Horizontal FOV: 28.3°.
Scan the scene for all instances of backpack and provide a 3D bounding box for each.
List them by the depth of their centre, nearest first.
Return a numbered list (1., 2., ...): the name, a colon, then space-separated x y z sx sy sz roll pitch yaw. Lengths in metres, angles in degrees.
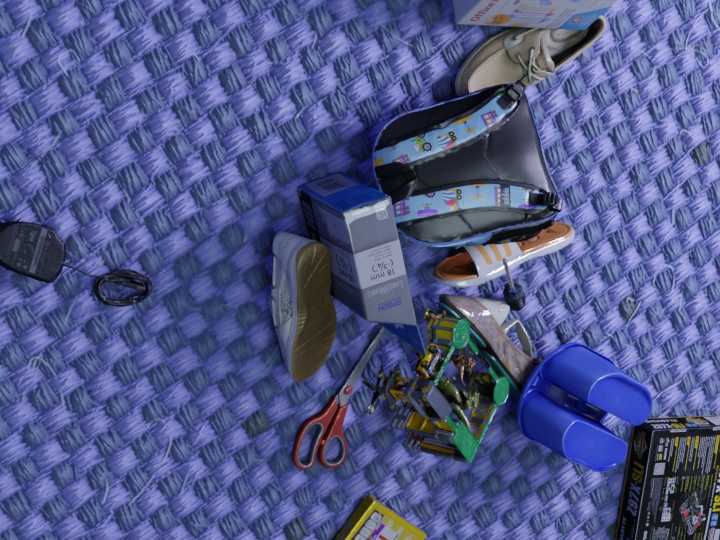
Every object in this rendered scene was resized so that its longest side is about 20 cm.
1. backpack: 0.112 -0.107 1.660 0.200 0.135 0.183 -16 82 -9

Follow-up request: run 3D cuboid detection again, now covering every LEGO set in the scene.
1. LEGO set: 0.084 0.141 1.755 0.200 0.116 0.154 44 63 -48

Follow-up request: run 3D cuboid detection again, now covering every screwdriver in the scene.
1. screwdriver: 0.179 0.016 1.736 0.029 0.200 0.028 -22 71 9

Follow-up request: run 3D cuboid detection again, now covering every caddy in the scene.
1. caddy: 0.284 0.174 1.846 0.200 0.105 0.142 28 93 -48

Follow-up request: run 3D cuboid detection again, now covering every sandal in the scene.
1. sandal: 0.172 -0.039 1.760 0.206 0.079 0.059 -22 117 -26

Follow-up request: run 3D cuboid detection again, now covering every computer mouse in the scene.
1. computer mouse: -0.322 -0.005 1.578 0.200 0.034 0.059 24 77 -32

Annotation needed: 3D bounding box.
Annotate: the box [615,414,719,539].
1. box: 0.444 0.305 1.991 0.159 0.049 0.200 -1 105 -26

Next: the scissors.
1. scissors: -0.027 0.156 1.759 0.073 0.014 0.200 14 100 -25

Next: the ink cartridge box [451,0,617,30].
1. ink cartridge box: 0.188 -0.358 1.623 0.200 0.129 0.125 -3 74 -23

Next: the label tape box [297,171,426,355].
1. label tape box: 0.000 0.000 1.653 0.063 0.144 0.200 -20 112 -18

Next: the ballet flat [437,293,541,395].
1. ballet flat: 0.167 0.076 1.799 0.067 0.068 0.200 -47 127 -10

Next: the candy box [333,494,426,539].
1. candy box: -0.011 0.393 1.827 0.102 0.026 0.200 37 88 -31

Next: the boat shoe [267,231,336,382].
1. boat shoe: -0.075 0.039 1.679 0.071 0.069 0.200 -29 136 -37

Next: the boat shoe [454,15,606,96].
1. boat shoe: 0.204 -0.258 1.716 0.200 0.065 0.072 -31 114 -13
